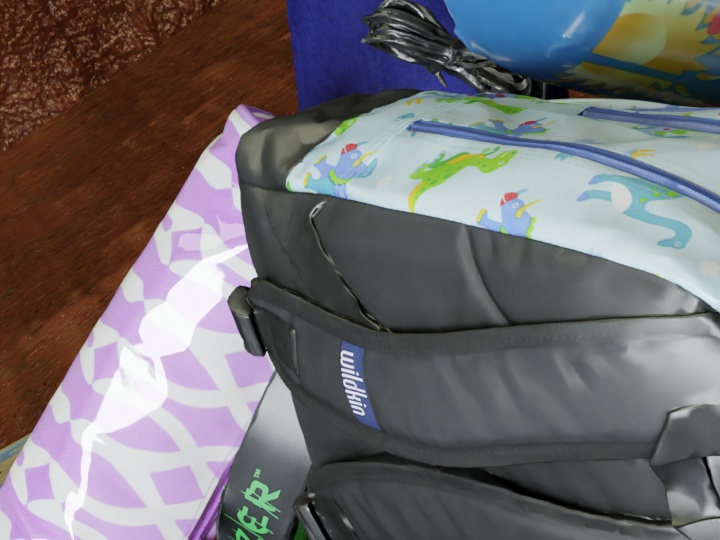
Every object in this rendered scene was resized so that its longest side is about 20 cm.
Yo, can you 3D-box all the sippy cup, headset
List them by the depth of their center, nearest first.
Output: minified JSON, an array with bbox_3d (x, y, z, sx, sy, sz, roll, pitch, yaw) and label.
[{"bbox_3d":[0.097,-0.105,0.855,0.130,0.140,0.178,1,31,-35],"label":"sippy cup"},{"bbox_3d":[0.000,0.000,0.890,0.200,0.094,0.124,-57,-10,-28],"label":"headset"}]

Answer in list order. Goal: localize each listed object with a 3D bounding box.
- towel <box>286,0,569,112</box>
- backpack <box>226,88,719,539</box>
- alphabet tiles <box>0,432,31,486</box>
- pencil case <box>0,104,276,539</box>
[{"bbox_3d":[0.033,-0.034,1.021,0.049,0.201,0.147,4,-14,-34],"label":"towel"},{"bbox_3d":[0.074,0.027,0.717,0.153,0.164,0.200,-22,14,-20],"label":"backpack"},{"bbox_3d":[-0.241,0.145,1.423,0.200,0.006,0.167,-29,13,23],"label":"alphabet tiles"},{"bbox_3d":[-0.057,0.040,0.993,0.084,0.085,0.201,15,-72,-55],"label":"pencil case"}]
